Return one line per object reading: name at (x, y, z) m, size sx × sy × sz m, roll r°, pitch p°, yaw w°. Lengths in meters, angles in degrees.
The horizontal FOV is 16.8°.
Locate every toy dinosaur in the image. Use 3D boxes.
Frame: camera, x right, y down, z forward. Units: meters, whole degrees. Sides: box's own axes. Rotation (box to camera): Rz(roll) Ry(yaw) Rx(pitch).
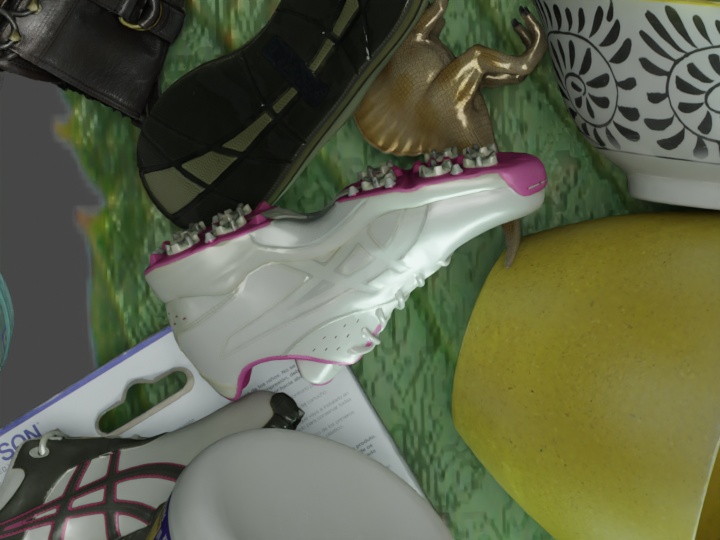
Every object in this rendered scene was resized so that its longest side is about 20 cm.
toy dinosaur at (0.047, -0.090, 1.217) m, size 0.101 × 0.058 × 0.200 m, roll -39°, pitch 68°, yaw -1°

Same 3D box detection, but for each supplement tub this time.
supplement tub at (-0.053, 0.188, 1.115) m, size 0.145 × 0.146 × 0.201 m, roll 28°, pitch 120°, yaw -3°

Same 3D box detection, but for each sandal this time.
sandal at (-0.030, -0.090, 1.200) m, size 0.201 × 0.057 × 0.080 m, roll -41°, pitch 75°, yaw 23°

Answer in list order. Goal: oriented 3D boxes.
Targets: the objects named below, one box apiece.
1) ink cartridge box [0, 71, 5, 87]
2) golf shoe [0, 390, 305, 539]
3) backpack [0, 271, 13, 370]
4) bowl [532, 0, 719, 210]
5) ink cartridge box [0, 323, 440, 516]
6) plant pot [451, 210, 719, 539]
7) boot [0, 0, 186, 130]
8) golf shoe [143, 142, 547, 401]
ink cartridge box at (-0.271, -0.138, 1.213) m, size 0.199 × 0.045 × 0.178 m, roll 17°, pitch 92°, yaw -4°
golf shoe at (-0.122, 0.105, 1.177) m, size 0.199 × 0.077 × 0.088 m, roll -33°, pitch 83°, yaw -1°
backpack at (-0.262, 0.040, 1.158) m, size 0.176 × 0.153 × 0.200 m, roll 42°, pitch 115°, yaw -2°
bowl at (0.177, -0.077, 1.163) m, size 0.199 × 0.201 × 0.095 m, roll 5°, pitch 95°, yaw -3°
ink cartridge box at (-0.071, 0.128, 1.234) m, size 0.196 × 0.043 × 0.201 m, roll -31°, pitch 91°, yaw 0°
plant pot at (0.128, 0.052, 1.183) m, size 0.141 × 0.200 × 0.201 m, roll 19°, pitch 91°, yaw 18°
boot at (-0.134, -0.174, 1.174) m, size 0.200 × 0.069 × 0.175 m, roll 33°, pitch 87°, yaw -38°
golf shoe at (0.000, 0.000, 1.154) m, size 0.199 × 0.075 × 0.092 m, roll -17°, pitch 97°, yaw 16°
